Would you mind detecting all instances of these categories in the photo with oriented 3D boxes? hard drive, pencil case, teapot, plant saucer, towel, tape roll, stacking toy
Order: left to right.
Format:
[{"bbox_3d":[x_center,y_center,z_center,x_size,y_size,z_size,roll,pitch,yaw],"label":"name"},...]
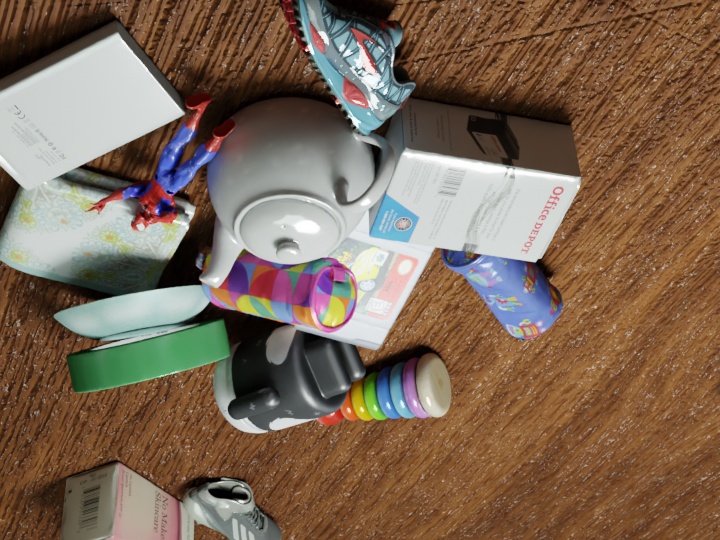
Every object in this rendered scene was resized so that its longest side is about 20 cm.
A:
[{"bbox_3d":[-0.297,-0.165,1.441,0.198,0.026,0.132,-24,140,14],"label":"hard drive"},{"bbox_3d":[-0.306,-0.046,1.619,0.198,0.049,0.172,15,139,-21],"label":"towel"},{"bbox_3d":[-0.265,0.055,1.683,0.198,0.039,0.201,-12,175,-1],"label":"plant saucer"},{"bbox_3d":[-0.260,0.104,1.730,0.198,0.049,0.200,-13,-179,0],"label":"tape roll"},{"bbox_3d":[-0.096,0.014,1.595,0.198,0.089,0.088,13,158,40],"label":"pencil case"},{"bbox_3d":[-0.071,-0.077,1.494,0.194,0.148,0.201,3,144,-6],"label":"teapot"},{"bbox_3d":[0.019,0.169,1.907,0.198,0.086,0.085,-12,144,25],"label":"stacking toy"},{"bbox_3d":[0.166,0.007,1.676,0.086,0.079,0.200,-2,150,35],"label":"pencil case"}]

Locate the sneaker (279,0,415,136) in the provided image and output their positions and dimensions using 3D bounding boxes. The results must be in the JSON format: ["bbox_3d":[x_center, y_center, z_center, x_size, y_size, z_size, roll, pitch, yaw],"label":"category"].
[{"bbox_3d":[-0.009,-0.228,1.367,0.095,0.080,0.200,-33,137,2],"label":"sneaker"}]

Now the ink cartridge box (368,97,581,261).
[{"bbox_3d":[0.120,-0.096,1.522,0.197,0.085,0.146,8,140,-12],"label":"ink cartridge box"}]

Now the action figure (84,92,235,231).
[{"bbox_3d":[-0.215,-0.093,1.475,0.065,0.099,0.200,48,136,7],"label":"action figure"}]

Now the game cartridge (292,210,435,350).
[{"bbox_3d":[0.000,0.000,1.645,0.132,0.041,0.201,17,121,-18],"label":"game cartridge"}]

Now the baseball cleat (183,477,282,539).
[{"bbox_3d":[-0.181,0.386,2.204,0.199,0.070,0.106,28,136,-36],"label":"baseball cleat"}]

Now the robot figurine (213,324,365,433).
[{"bbox_3d":[-0.093,0.136,1.773,0.198,0.126,0.150,-19,150,31],"label":"robot figurine"}]

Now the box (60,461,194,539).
[{"bbox_3d":[-0.357,0.402,2.170,0.108,0.129,0.200,-20,141,24],"label":"box"}]
